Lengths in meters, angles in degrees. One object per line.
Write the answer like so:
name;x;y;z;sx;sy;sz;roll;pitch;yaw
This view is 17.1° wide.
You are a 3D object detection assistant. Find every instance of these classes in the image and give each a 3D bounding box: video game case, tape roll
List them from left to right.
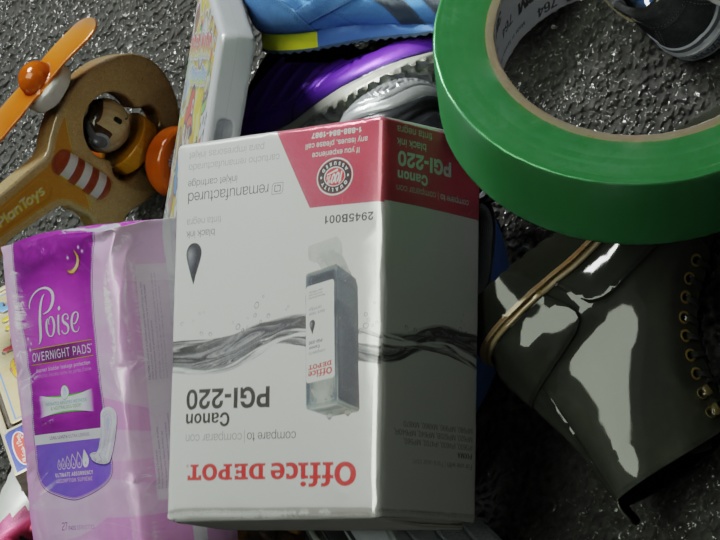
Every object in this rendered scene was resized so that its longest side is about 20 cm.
video game case;-0.092;-0.071;1.413;0.200;0.023;0.182;-110;29;-72
tape roll;0.136;-0.104;1.179;0.200;0.048;0.201;-3;51;4

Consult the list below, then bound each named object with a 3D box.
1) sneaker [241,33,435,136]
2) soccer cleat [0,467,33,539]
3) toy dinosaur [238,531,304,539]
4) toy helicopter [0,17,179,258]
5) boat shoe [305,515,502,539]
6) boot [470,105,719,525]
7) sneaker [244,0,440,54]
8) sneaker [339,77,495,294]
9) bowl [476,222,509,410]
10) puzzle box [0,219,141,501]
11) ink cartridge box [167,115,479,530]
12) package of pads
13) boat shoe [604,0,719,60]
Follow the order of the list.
sneaker;-0.017;-0.112;1.438;0.200;0.070;0.100;-27;52;35
soccer cleat;-0.189;0.134;1.512;0.200;0.070;0.086;-56;34;3
toy dinosaur;-0.045;0.164;1.357;0.060;0.106;0.200;-29;36;-17
toy helicopter;-0.194;-0.069;1.506;0.079;0.132;0.200;10;42;48
boat shoe;0.030;0.159;1.271;0.200;0.072;0.071;54;146;33
boot;0.168;0.018;1.205;0.200;0.077;0.138;-42;66;10
sneaker;0.021;-0.177;1.383;0.200;0.066;0.079;-5;110;24
sneaker;0.000;0.000;1.306;0.200;0.075;0.114;-54;46;16
bowl;-0.002;0.031;1.380;0.201;0.039;0.201;-21;58;38
puzzle box;-0.167;0.051;1.469;0.133;0.025;0.200;-27;35;-4
ink cartridge box;-0.019;0.031;1.220;0.146;0.085;0.200;-6;81;39
package of pads;-0.132;0.073;1.318;0.120;0.076;0.200;-9;86;47
boat shoe;0.136;-0.191;1.318;0.070;0.066;0.200;-45;46;22
